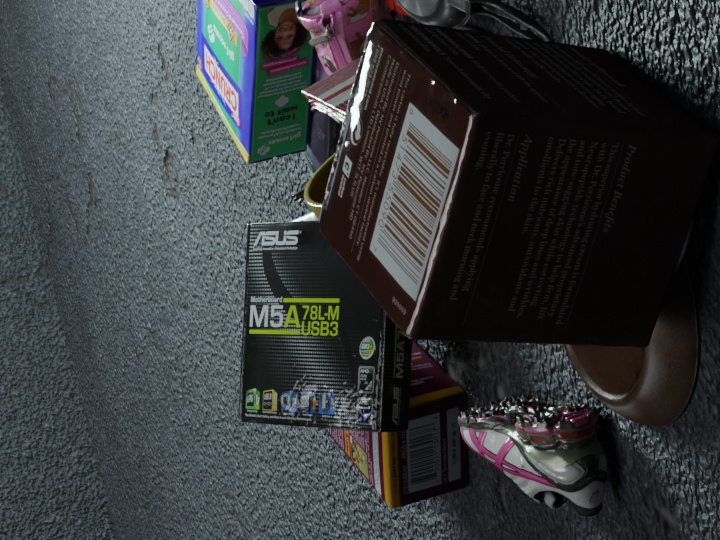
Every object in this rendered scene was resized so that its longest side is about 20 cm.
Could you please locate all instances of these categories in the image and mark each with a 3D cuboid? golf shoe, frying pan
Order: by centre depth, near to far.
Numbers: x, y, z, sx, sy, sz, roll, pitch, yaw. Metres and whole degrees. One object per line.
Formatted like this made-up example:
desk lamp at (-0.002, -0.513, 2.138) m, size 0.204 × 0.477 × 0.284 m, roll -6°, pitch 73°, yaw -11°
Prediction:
frying pan at (0.072, -0.217, 1.518) m, size 0.191 × 0.031 × 0.115 m, roll 54°, pitch 153°, yaw 16°
golf shoe at (0.139, 0.155, 1.574) m, size 0.200 × 0.072 × 0.093 m, roll -174°, pitch 71°, yaw -70°

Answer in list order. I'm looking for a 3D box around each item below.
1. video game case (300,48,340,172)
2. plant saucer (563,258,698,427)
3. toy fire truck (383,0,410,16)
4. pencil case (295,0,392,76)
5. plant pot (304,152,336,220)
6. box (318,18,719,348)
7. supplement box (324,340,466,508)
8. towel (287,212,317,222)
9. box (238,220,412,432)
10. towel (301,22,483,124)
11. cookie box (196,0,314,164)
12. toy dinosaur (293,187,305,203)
video game case at (-0.053, -0.206, 1.971) m, size 0.143 × 0.019 × 0.202 m, roll -124°, pitch 29°, yaw -46°
plant saucer at (0.188, 0.022, 1.418) m, size 0.200 × 0.032 × 0.202 m, roll 167°, pitch 90°, yaw -72°
toy fire truck at (0.059, -0.297, 1.552) m, size 0.141 × 0.048 × 0.202 m, roll -139°, pitch 39°, yaw -57°
pencil case at (0.010, -0.157, 1.680) m, size 0.083 × 0.086 × 0.202 m, roll 18°, pitch 133°, yaw 61°
plant pot at (0.073, -0.045, 1.500) m, size 0.143 × 0.199 × 0.200 m, roll 62°, pitch 165°, yaw -18°
box at (0.103, -0.058, 1.297) m, size 0.164 × 0.198 × 0.167 m, roll 49°, pitch 129°, yaw 53°
supplement box at (0.025, 0.131, 1.858) m, size 0.200 × 0.085 × 0.111 m, roll -135°, pitch 38°, yaw -56°
towel at (0.000, 0.000, 1.797) m, size 0.199 × 0.024 × 0.149 m, roll -19°, pitch 79°, yaw 41°
box at (-0.033, 0.050, 1.776) m, size 0.199 × 0.047 × 0.196 m, roll 1°, pitch 88°, yaw 45°
towel at (0.048, -0.154, 1.541) m, size 0.023 × 0.143 × 0.200 m, roll 64°, pitch 167°, yaw -25°
cookie box at (-0.111, -0.244, 1.970) m, size 0.201 × 0.074 × 0.172 m, roll 95°, pitch 153°, yaw -42°
toy dinosaur at (-0.009, -0.030, 1.868) m, size 0.200 × 0.085 × 0.137 m, roll 32°, pitch 125°, yaw 56°
